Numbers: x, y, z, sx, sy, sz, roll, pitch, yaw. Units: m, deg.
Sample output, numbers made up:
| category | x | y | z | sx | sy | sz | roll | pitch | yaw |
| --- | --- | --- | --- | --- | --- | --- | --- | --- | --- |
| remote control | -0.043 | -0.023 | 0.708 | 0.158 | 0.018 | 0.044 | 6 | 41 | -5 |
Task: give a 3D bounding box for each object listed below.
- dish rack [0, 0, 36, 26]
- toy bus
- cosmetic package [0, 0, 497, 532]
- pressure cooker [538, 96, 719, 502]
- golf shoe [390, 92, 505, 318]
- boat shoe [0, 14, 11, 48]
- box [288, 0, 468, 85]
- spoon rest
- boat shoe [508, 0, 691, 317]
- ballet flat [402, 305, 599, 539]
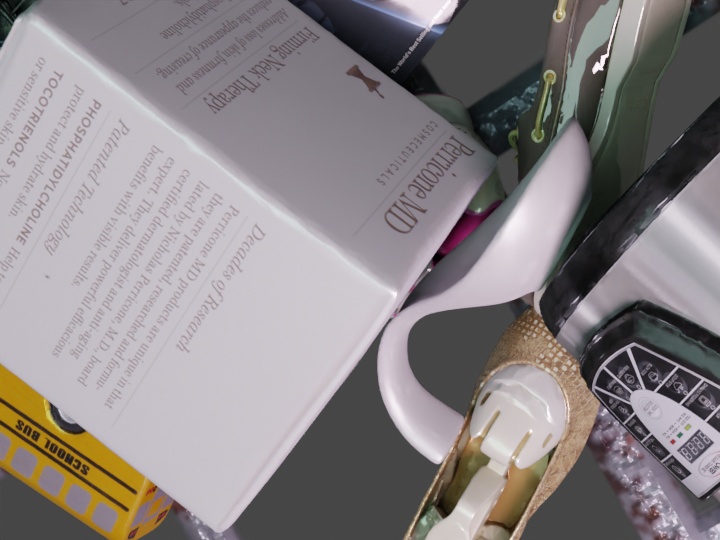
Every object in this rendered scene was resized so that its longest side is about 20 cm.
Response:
| category | x | y | z | sx | sy | sz | roll | pitch | yaw |
| --- | --- | --- | --- | --- | --- | --- | --- | --- | --- |
| dish rack | -0.169 | -0.226 | 0.896 | 0.153 | 0.054 | 0.200 | -41 | 84 | 24 |
| toy bus | -0.196 | 0.075 | 1.043 | 0.199 | 0.065 | 0.079 | 31 | 109 | 14 |
| cosmetic package | -0.075 | -0.025 | 0.831 | 0.199 | 0.167 | 0.167 | 37 | 121 | 2 |
| pressure cooker | 0.207 | 0.025 | 0.821 | 0.200 | 0.176 | 0.179 | 44 | 107 | 9 |
| golf shoe | 0.000 | 0.000 | 0.939 | 0.200 | 0.075 | 0.092 | -50 | 55 | 21 |
| boat shoe | -0.141 | -0.151 | 0.986 | 0.199 | 0.069 | 0.085 | -21 | 90 | 22 |
| box | -0.041 | -0.149 | 0.925 | 0.160 | 0.044 | 0.200 | 35 | 108 | -16 |
| spoon rest | 0.057 | 0.007 | 0.863 | 0.060 | 0.100 | 0.201 | 28 | 126 | 5 |
| boat shoe | 0.112 | -0.075 | 0.901 | 0.059 | 0.072 | 0.202 | 25 | 109 | 31 |
| ballet flat | 0.075 | 0.108 | 0.943 | 0.070 | 0.065 | 0.201 | 25 | 106 | 13 |
